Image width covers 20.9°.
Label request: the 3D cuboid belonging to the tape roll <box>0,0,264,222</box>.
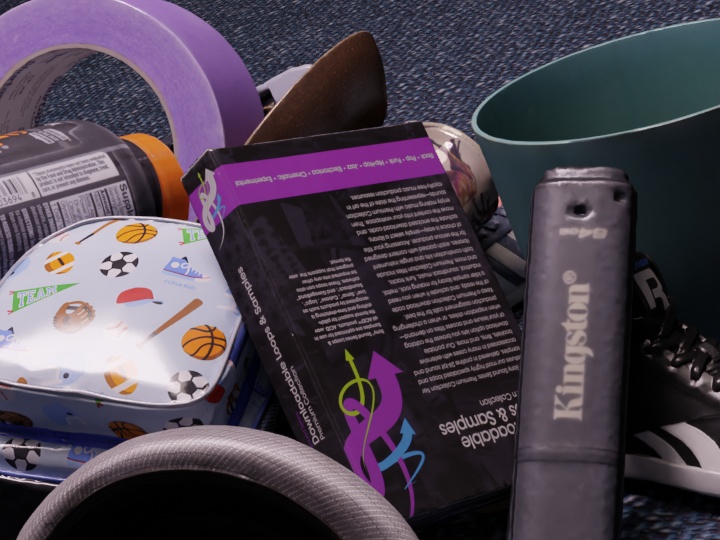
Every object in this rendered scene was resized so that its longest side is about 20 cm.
[{"bbox_3d":[-0.166,-0.079,1.262,0.199,0.201,0.085,-11,4,16],"label":"tape roll"}]

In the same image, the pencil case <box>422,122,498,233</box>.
[{"bbox_3d":[0.000,0.000,1.198,0.200,0.078,0.089,-49,24,-20],"label":"pencil case"}]

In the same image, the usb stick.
[{"bbox_3d":[0.101,0.048,0.927,0.055,0.201,0.033,-2,-17,23],"label":"usb stick"}]

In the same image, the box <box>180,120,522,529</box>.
[{"bbox_3d":[0.012,0.026,0.950,0.143,0.201,0.036,-10,-22,-42],"label":"box"}]

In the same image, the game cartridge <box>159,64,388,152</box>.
[{"bbox_3d":[-0.085,-0.081,1.358,0.199,0.041,0.133,-27,-15,18],"label":"game cartridge"}]

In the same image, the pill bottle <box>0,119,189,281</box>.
[{"bbox_3d":[-0.187,-0.024,1.085,0.106,0.107,0.200,0,13,41],"label":"pill bottle"}]

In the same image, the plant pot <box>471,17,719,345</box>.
[{"bbox_3d":[0.178,-0.035,1.104,0.200,0.162,0.201,-14,18,5],"label":"plant pot"}]

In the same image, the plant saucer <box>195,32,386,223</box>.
[{"bbox_3d":[-0.041,-0.055,1.203,0.201,0.037,0.200,-51,-9,-11],"label":"plant saucer"}]

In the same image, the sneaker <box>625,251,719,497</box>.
[{"bbox_3d":[0.161,0.046,0.953,0.199,0.112,0.073,-1,16,40],"label":"sneaker"}]

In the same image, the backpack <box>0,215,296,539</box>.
[{"bbox_3d":[-0.111,0.058,0.989,0.199,0.155,0.191,11,36,11],"label":"backpack"}]

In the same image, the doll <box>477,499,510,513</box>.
[{"bbox_3d":[0.043,0.076,1.083,0.136,0.049,0.200,-8,20,-4],"label":"doll"}]

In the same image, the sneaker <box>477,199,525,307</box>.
[{"bbox_3d":[0.092,-0.023,1.269,0.199,0.085,0.075,-19,18,-6],"label":"sneaker"}]

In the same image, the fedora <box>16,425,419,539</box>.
[{"bbox_3d":[-0.051,0.157,0.816,0.199,0.178,0.090,11,-7,18],"label":"fedora"}]
